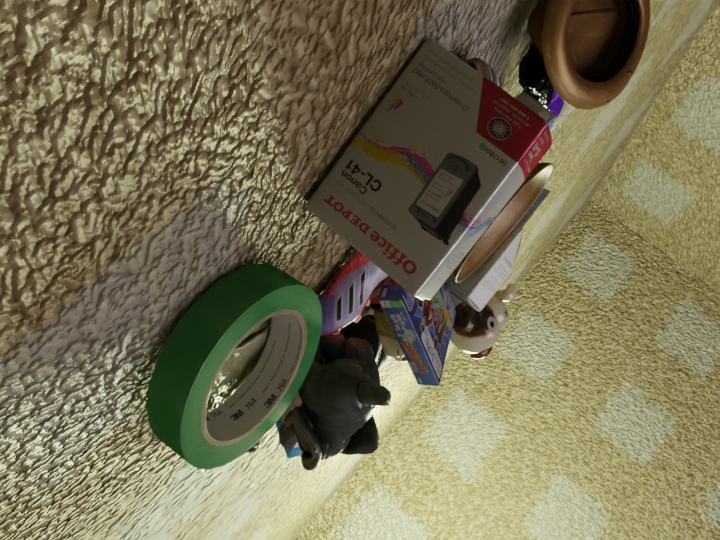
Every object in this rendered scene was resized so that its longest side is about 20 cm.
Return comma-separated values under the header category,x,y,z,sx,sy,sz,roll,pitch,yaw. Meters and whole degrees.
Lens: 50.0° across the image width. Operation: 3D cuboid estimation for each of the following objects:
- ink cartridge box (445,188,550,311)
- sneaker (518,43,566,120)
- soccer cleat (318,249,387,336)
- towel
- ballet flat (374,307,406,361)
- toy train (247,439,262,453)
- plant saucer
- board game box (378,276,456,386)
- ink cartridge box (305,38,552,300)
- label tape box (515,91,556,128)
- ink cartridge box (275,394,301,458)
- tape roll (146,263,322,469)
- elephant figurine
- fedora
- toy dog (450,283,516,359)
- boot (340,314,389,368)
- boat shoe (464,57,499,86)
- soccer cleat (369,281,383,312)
category,x,y,z,sx,sy,sz,roll,pitch,yaw
ink cartridge box,0.184,-0.056,1.187,0.200,0.162,0.057,-47,131,-5
sneaker,0.248,-0.265,1.063,0.099,0.070,0.201,-34,155,-29
soccer cleat,0.000,0.000,0.978,0.200,0.067,0.077,-40,129,-12
towel,-0.141,0.125,0.874,0.148,0.036,0.201,-38,161,-39
ballet flat,0.062,0.105,1.184,0.071,0.071,0.200,-50,160,1
toy train,-0.136,0.191,1.067,0.046,0.034,0.201,-54,171,-46
plant saucer,0.180,-0.072,1.028,0.200,0.035,0.201,-45,166,-14
board game box,0.086,0.051,1.090,0.201,0.034,0.136,65,34,-43
ink cartridge box,0.066,-0.093,0.744,0.201,0.147,0.086,-53,166,4
label tape box,0.164,-0.128,1.040,0.200,0.066,0.144,-40,163,-27
ink cartridge box,-0.053,0.209,1.206,0.115,0.068,0.201,-9,145,-25
tape roll,-0.117,0.093,0.752,0.200,0.048,0.202,-43,150,-33
elephant figurine,-0.040,0.190,0.982,0.156,0.140,0.202,-79,177,-66
fedora,0.267,-0.294,0.934,0.199,0.082,0.203,-16,117,-34
toy dog,0.163,0.048,1.274,0.192,0.200,0.140,-27,130,-7
boot,0.020,0.122,1.295,0.151,0.073,0.201,-43,156,-46
boat shoe,0.076,-0.141,0.837,0.202,0.072,0.072,-63,159,8
soccer cleat,0.044,0.044,1.221,0.072,0.069,0.200,-22,168,-5
